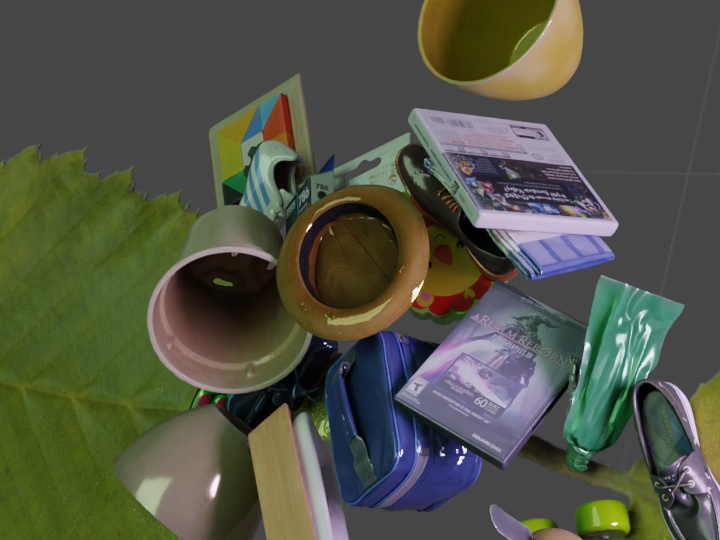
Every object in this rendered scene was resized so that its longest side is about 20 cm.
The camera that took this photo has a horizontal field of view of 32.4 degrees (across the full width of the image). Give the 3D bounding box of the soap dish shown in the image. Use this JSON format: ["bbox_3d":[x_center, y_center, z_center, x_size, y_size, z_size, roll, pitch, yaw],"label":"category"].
[{"bbox_3d":[-0.068,0.279,1.435,0.080,0.158,0.202,-16,57,2],"label":"soap dish"}]

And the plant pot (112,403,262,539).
[{"bbox_3d":[-0.188,0.246,1.535,0.135,0.200,0.200,-52,46,-2],"label":"plant pot"}]

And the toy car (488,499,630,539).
[{"bbox_3d":[0.174,0.301,1.187,0.156,0.199,0.166,-23,57,31],"label":"toy car"}]

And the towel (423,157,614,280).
[{"bbox_3d":[0.175,-0.068,1.376,0.200,0.146,0.024,50,131,28],"label":"towel"}]

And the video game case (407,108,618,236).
[{"bbox_3d":[0.170,-0.109,1.386,0.024,0.198,0.183,-61,41,34],"label":"video game case"}]

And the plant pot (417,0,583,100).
[{"bbox_3d":[0.188,-0.284,1.481,0.198,0.141,0.203,-18,60,34],"label":"plant pot"}]

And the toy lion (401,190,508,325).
[{"bbox_3d":[0.112,-0.043,1.469,0.199,0.069,0.192,-37,67,-5],"label":"toy lion"}]

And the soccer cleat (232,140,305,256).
[{"bbox_3d":[-0.129,-0.076,1.693,0.085,0.070,0.203,19,101,31],"label":"soccer cleat"}]

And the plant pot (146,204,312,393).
[{"bbox_3d":[-0.159,0.016,1.538,0.200,0.200,0.184,-42,24,18],"label":"plant pot"}]

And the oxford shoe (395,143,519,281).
[{"bbox_3d":[0.114,-0.078,1.413,0.071,0.073,0.200,-42,75,-6],"label":"oxford shoe"}]

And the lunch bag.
[{"bbox_3d":[0.036,0.162,1.394,0.136,0.131,0.202,-45,45,40],"label":"lunch bag"}]

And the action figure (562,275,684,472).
[{"bbox_3d":[0.254,0.113,1.287,0.055,0.117,0.203,25,97,66],"label":"action figure"}]

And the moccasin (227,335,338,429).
[{"bbox_3d":[-0.090,0.151,1.581,0.200,0.080,0.069,-45,51,35],"label":"moccasin"}]

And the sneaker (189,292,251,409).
[{"bbox_3d":[-0.181,0.127,1.673,0.083,0.076,0.202,7,73,62],"label":"sneaker"}]

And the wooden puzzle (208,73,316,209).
[{"bbox_3d":[-0.149,-0.171,1.793,0.184,0.037,0.203,-26,55,30],"label":"wooden puzzle"}]

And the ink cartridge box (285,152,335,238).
[{"bbox_3d":[-0.065,-0.046,1.596,0.099,0.039,0.203,134,140,-56],"label":"ink cartridge box"}]

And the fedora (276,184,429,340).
[{"bbox_3d":[0.000,0.000,1.403,0.198,0.082,0.203,-12,58,19],"label":"fedora"}]

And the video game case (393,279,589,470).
[{"bbox_3d":[0.150,0.106,1.328,0.142,0.019,0.200,28,58,28],"label":"video game case"}]

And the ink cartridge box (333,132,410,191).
[{"bbox_3d":[0.018,-0.057,1.597,0.161,0.050,0.202,-23,52,32],"label":"ink cartridge box"}]

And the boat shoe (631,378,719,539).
[{"bbox_3d":[0.311,0.195,1.210,0.069,0.066,0.202,-27,55,29],"label":"boat shoe"}]
